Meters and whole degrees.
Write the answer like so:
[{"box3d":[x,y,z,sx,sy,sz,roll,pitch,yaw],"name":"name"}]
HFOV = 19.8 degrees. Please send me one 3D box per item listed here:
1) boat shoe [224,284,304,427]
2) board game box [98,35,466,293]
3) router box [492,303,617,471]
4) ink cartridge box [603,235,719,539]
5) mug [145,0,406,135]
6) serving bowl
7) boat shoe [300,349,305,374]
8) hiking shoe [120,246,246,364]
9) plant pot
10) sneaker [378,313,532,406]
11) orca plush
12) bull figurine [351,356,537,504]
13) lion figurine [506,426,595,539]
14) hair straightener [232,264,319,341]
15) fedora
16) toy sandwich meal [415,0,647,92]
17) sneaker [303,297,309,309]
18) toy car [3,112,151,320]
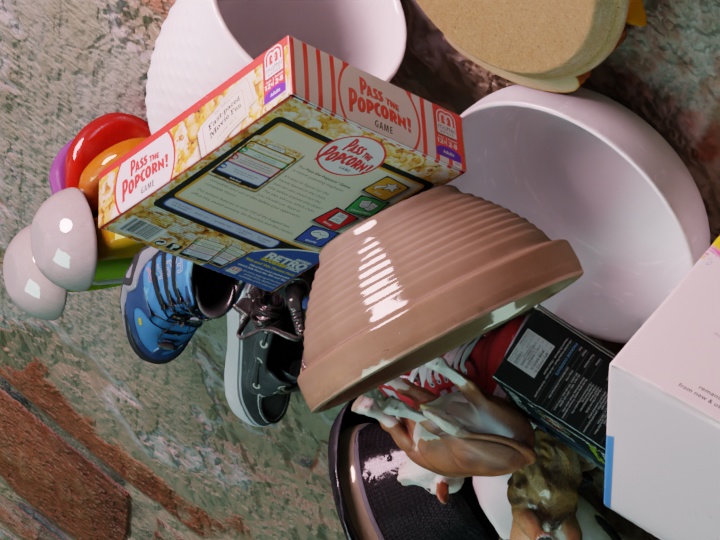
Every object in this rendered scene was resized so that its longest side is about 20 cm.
[{"box3d":[-0.072,0.072,1.783,0.066,0.070,0.201,29,139,25],"name":"boat shoe"},{"box3d":[-0.053,-0.063,1.347,0.151,0.047,0.199,22,142,-38],"name":"board game box"},{"box3d":[0.180,0.105,1.443,0.149,0.062,0.200,32,176,17],"name":"router box"},{"box3d":[0.260,0.068,1.248,0.144,0.200,0.148,29,147,27],"name":"ink cartridge box"},{"box3d":[-0.051,-0.120,1.421,0.199,0.148,0.175,38,141,-6],"name":"mug"},{"box3d":[0.151,-0.048,1.366,0.199,0.066,0.201,30,146,22],"name":"serving bowl"},{"box3d":[0.000,0.000,1.472,0.072,0.201,0.072,-1,133,34],"name":"boat shoe"},{"box3d":[-0.135,0.013,1.607,0.087,0.074,0.201,-106,33,-41],"name":"hiking shoe"},{"box3d":[0.038,0.007,1.336,0.093,0.200,0.201,64,149,5],"name":"plant pot"},{"box3d":[0.075,0.070,1.597,0.112,0.071,0.200,35,151,9],"name":"sneaker"},{"box3d":[0.185,0.211,1.675,0.199,0.071,0.106,17,96,28],"name":"orca plush"},{"box3d":[0.059,0.117,1.527,0.121,0.065,0.200,35,159,-14],"name":"bull figurine"},{"box3d":[0.139,0.224,1.612,0.072,0.123,0.202,9,111,-14],"name":"lion figurine"},{"box3d":[-0.057,0.018,1.506,0.041,0.077,0.200,41,-166,-15],"name":"hair straightener"},{"box3d":[0.055,0.191,1.720,0.091,0.201,0.201,-20,116,24],"name":"fedora"},{"box3d":[0.098,-0.200,1.248,0.204,0.070,0.206,31,143,27],"name":"toy sandwich meal"},{"box3d":[0.019,0.012,1.578,0.199,0.085,0.077,4,132,47],"name":"sneaker"},{"box3d":[-0.205,-0.050,1.723,0.200,0.174,0.151,-36,65,60],"name":"toy car"}]
